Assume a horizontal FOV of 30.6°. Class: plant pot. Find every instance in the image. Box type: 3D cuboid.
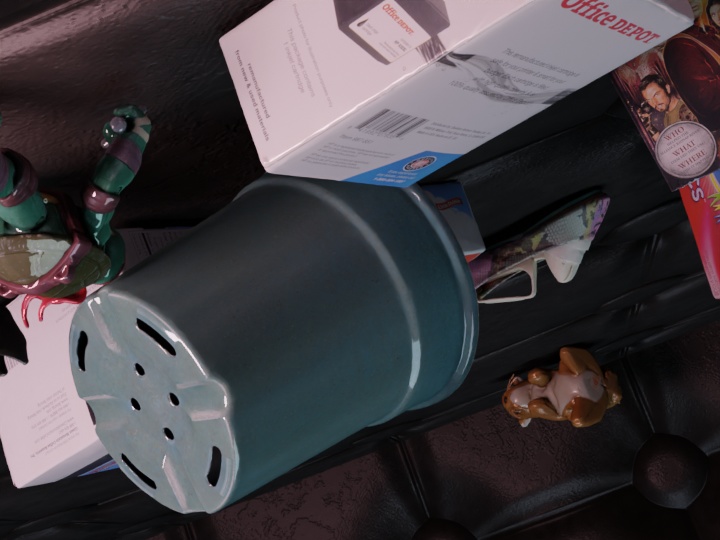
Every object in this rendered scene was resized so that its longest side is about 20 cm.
[{"bbox_3d":[-0.063,0.042,0.832,0.196,0.200,0.200,-30,176,-41],"label":"plant pot"}]

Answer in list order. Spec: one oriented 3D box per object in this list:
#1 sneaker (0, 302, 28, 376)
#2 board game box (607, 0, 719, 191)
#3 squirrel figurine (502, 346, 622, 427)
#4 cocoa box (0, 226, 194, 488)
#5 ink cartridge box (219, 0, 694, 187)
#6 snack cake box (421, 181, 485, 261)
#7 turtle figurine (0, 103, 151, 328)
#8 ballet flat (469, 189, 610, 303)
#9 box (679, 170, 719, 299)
[{"bbox_3d":[-0.289,0.021,0.729,0.200,0.104,0.060,-6,160,-46],"label":"sneaker"},{"bbox_3d":[0.243,-0.150,0.771,0.200,0.136,0.035,-27,-168,24],"label":"board game box"},{"bbox_3d":[0.360,0.225,2.379,0.200,0.142,0.187,-2,164,-46],"label":"squirrel figurine"},{"bbox_3d":[-0.175,0.065,0.997,0.131,0.134,0.200,-5,160,-48],"label":"cocoa box"},{"bbox_3d":[0.051,-0.126,0.692,0.200,0.084,0.145,-28,164,30],"label":"ink cartridge box"},{"bbox_3d":[0.000,0.000,1.141,0.115,0.067,0.200,-7,161,-37],"label":"snack cake box"},{"bbox_3d":[-0.175,-0.036,0.709,0.150,0.101,0.200,-24,160,16],"label":"turtle figurine"},{"bbox_3d":[0.173,-0.010,1.337,0.200,0.071,0.069,-26,164,22],"label":"ballet flat"},{"bbox_3d":[0.271,-0.092,0.877,0.100,0.200,0.095,-14,174,-25],"label":"box"}]
